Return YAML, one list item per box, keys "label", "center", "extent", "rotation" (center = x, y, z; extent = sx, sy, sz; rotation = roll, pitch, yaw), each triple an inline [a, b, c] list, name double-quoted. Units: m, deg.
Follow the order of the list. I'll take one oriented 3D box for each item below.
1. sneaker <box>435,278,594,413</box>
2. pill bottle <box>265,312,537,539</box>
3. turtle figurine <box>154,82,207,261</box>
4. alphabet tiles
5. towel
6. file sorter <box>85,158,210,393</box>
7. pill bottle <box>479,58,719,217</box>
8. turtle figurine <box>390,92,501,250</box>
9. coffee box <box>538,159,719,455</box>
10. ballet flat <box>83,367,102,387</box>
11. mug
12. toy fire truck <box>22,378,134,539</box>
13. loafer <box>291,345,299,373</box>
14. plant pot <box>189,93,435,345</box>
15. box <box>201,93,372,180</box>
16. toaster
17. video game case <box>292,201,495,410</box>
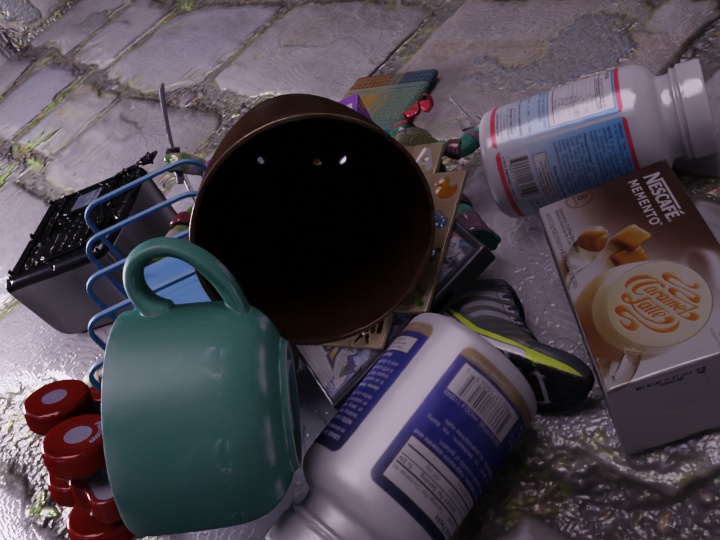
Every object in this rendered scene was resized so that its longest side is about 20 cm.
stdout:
- label: "sneaker"
  center: [0.115, 0.048, 0.660]
  extent: [0.081, 0.074, 0.199]
  rotation: [-42, 39, -18]
- label: "pill bottle"
  center: [0.028, 0.142, 0.578]
  extent: [0.200, 0.120, 0.119]
  rotation: [-48, 39, -18]
- label: "turtle figurine"
  center: [-0.220, -0.084, 1.008]
  extent: [0.144, 0.198, 0.196]
  rotation: [-42, 21, 58]
- label: "alphabet tiles"
  center: [0.009, -0.025, 0.705]
  extent: [0.165, 0.006, 0.203]
  rotation: [-1, 61, 40]
- label: "towel"
  center: [0.005, -0.195, 1.055]
  extent: [0.145, 0.022, 0.201]
  rotation: [6, 51, 40]
- label: "file sorter"
  center: [-0.165, 0.020, 0.714]
  extent: [0.137, 0.123, 0.202]
  rotation: [-23, 49, 5]
- label: "pill bottle"
  center: [0.218, -0.123, 0.734]
  extent: [0.197, 0.109, 0.110]
  rotation: [-13, 41, 26]
- label: "turtle figurine"
  center: [0.068, -0.090, 0.813]
  extent: [0.149, 0.100, 0.202]
  rotation: [-41, 45, 34]
- label: "coffee box"
  center: [0.216, 0.020, 0.598]
  extent: [0.113, 0.080, 0.202]
  rotation: [-20, 39, 13]
- label: "ballet flat"
  center: [-0.238, 0.075, 0.912]
  extent: [0.198, 0.057, 0.067]
  rotation: [-33, 35, 3]
- label: "mug"
  center: [-0.102, 0.087, 0.542]
  extent: [0.112, 0.187, 0.153]
  rotation: [-6, 44, -1]
- label: "toy fire truck"
  center: [-0.225, 0.165, 0.780]
  extent: [0.166, 0.114, 0.199]
  rotation: [-20, 28, -27]
- label: "loafer"
  center: [-0.148, 0.092, 0.793]
  extent: [0.197, 0.069, 0.076]
  rotation: [-3, 28, 23]
- label: "plant pot"
  center: [-0.052, -0.072, 0.672]
  extent: [0.185, 0.188, 0.201]
  rotation: [-30, 31, 5]
- label: "box"
  center: [-0.060, -0.099, 0.900]
  extent: [0.197, 0.138, 0.039]
  rotation: [-20, 39, 18]
- label: "toaster"
  center: [-0.341, -0.033, 1.060]
  extent: [0.197, 0.119, 0.183]
  rotation: [-17, 40, 22]
- label: "video game case"
  center: [0.000, 0.000, 0.718]
  extent: [0.181, 0.025, 0.200]
  rotation: [-46, 42, 4]
